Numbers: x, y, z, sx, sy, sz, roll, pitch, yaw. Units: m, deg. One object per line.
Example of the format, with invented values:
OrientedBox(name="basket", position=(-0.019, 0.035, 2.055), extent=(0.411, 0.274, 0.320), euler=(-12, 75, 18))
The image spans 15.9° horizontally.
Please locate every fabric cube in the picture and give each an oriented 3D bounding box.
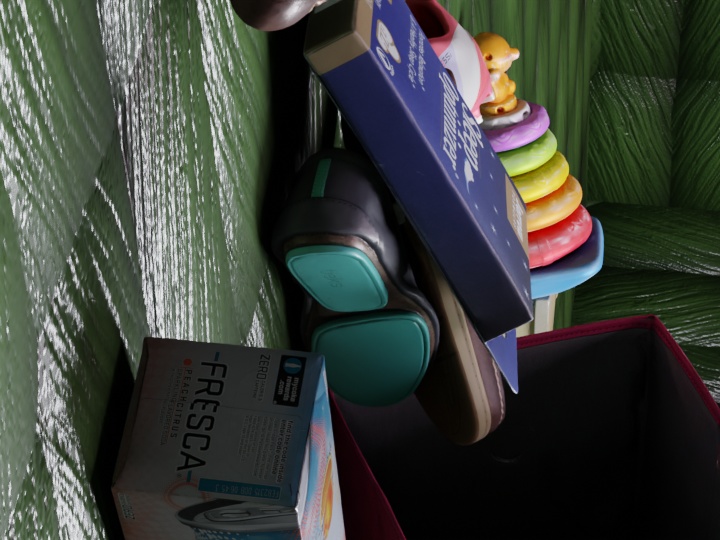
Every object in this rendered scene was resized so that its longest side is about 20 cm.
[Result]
OrientedBox(name="fabric cube", position=(0.098, 0.172, 1.368), extent=(0.200, 0.196, 0.200), euler=(-119, -156, -51))

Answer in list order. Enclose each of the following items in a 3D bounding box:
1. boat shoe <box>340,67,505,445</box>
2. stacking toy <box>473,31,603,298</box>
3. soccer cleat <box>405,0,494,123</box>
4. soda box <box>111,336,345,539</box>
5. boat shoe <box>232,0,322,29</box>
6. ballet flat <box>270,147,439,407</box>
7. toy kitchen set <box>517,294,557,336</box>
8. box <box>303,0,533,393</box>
OrientedBox(name="boat shoe", position=(0.049, -0.012, 1.326), extent=(0.072, 0.072, 0.200), euler=(133, -57, -63))
OrientedBox(name="stacking toy", position=(0.110, -0.087, 1.945), extent=(0.110, 0.116, 0.200), euler=(-82, 160, -65))
OrientedBox(name="soccer cleat", position=(0.026, -0.085, 1.451), extent=(0.077, 0.067, 0.200), euler=(58, 28, -19))
OrientedBox(name="soda box", position=(-0.044, 0.103, 0.964), extent=(0.200, 0.068, 0.064), euler=(84, 13, -58))
OrientedBox(name="boat shoe", position=(-0.019, -0.147, 1.016), extent=(0.072, 0.072, 0.200), euler=(-61, -171, 25))
OrientedBox(name="ballet flat", position=(0.000, 0.000, 1.241), extent=(0.200, 0.073, 0.073), euler=(70, 26, -64))
OrientedBox(name="toy kitchen set", position=(0.160, 0.070, 2.084), extent=(0.180, 0.163, 0.200), euler=(-72, 165, -59))
OrientedBox(name="box", position=(0.037, -0.050, 1.219), extent=(0.200, 0.032, 0.121), euler=(59, 15, -23))
